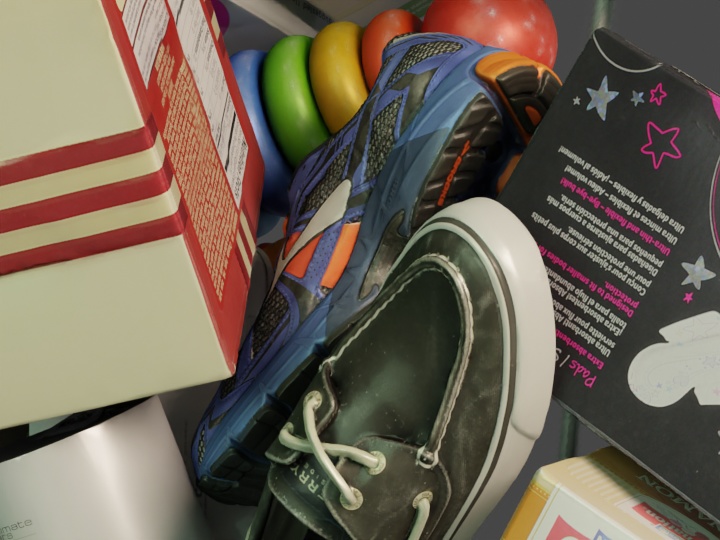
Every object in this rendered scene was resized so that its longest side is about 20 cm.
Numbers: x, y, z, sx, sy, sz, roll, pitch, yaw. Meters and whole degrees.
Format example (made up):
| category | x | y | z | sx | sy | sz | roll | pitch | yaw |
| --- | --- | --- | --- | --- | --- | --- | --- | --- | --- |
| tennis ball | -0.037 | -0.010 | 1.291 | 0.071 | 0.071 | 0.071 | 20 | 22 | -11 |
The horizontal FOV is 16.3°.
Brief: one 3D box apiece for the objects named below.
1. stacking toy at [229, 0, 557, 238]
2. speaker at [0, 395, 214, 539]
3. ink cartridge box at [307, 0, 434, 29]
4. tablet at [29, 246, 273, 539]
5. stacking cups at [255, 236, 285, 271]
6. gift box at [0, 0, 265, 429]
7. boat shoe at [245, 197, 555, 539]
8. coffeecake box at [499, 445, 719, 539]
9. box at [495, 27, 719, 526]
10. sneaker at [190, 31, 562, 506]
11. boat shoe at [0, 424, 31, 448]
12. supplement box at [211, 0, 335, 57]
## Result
| category | x | y | z | sx | sy | sz | roll | pitch | yaw |
| --- | --- | --- | --- | --- | --- | --- | --- | --- | --- |
| stacking toy | -0.014 | -0.063 | 1.000 | 0.199 | 0.085 | 0.086 | -20 | 65 | 22 |
| speaker | -0.076 | 0.148 | 0.919 | 0.081 | 0.081 | 0.201 | -19 | 94 | 28 |
| ink cartridge box | 0.004 | -0.171 | 0.943 | 0.145 | 0.200 | 0.048 | -27 | 60 | 24 |
| tablet | -0.087 | 0.083 | 0.992 | 0.130 | 0.014 | 0.202 | 9 | 102 | 38 |
| stacking cups | 0.020 | -0.009 | 0.977 | 0.199 | 0.060 | 0.061 | -28 | 61 | 29 |
| gift box | -0.151 | -0.062 | 0.890 | 0.185 | 0.201 | 0.185 | -14 | 23 | 10 |
| boat shoe | 0.005 | 0.067 | 0.829 | 0.071 | 0.063 | 0.201 | 42 | 128 | 33 |
| coffeecake box | 0.087 | 0.183 | 0.809 | 0.153 | 0.073 | 0.201 | 34 | 108 | 22 |
| box | 0.148 | 0.028 | 0.827 | 0.200 | 0.132 | 0.115 | 38 | 101 | 36 |
| sneaker | 0.000 | 0.000 | 0.917 | 0.201 | 0.075 | 0.078 | -55 | 43 | 7 |
| boat shoe | -0.163 | 0.067 | 1.070 | 0.076 | 0.072 | 0.201 | 29 | 85 | 50 |
| supplement box | -0.070 | -0.190 | 1.061 | 0.101 | 0.103 | 0.202 | -7 | 73 | 31 |
